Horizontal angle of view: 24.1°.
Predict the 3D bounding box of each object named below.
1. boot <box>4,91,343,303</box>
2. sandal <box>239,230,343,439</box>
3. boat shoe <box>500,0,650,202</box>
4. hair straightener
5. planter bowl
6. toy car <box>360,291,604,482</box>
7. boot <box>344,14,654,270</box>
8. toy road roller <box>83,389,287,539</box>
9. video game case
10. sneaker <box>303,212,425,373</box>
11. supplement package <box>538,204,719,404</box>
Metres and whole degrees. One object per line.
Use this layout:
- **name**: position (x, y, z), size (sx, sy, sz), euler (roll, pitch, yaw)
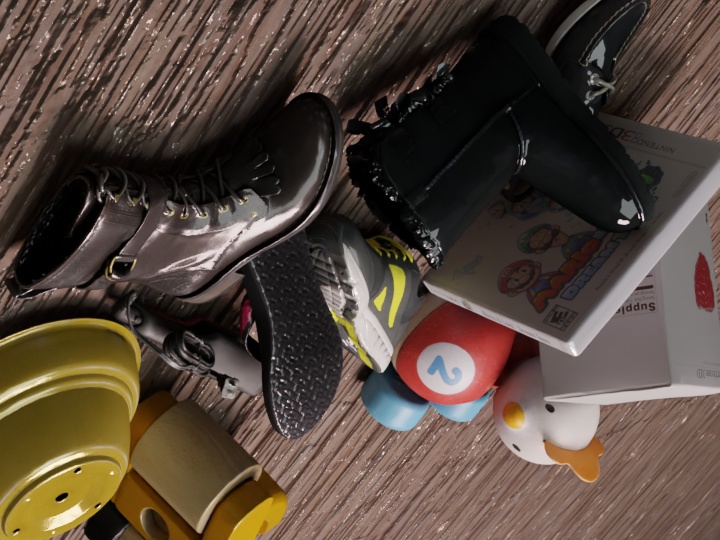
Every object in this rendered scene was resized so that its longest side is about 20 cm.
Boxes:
- **boot**: position (-0.116, -0.044, 1.082), size (0.200, 0.069, 0.173), euler (-48, 152, 20)
- **sandal**: position (-0.060, 0.030, 1.244), size (0.075, 0.045, 0.202), euler (-30, 122, -36)
- **boat shoe**: position (0.160, -0.137, 1.286), size (0.200, 0.061, 0.074), euler (-48, 152, 25)
- **hair straightener**: position (-0.113, 0.056, 1.228), size (0.041, 0.077, 0.200), euler (-53, 150, -2)
- **planter bowl**: position (-0.225, 0.131, 1.179), size (0.199, 0.084, 0.201), euler (-28, 153, -15)
- **toy car**: position (0.137, 0.105, 1.479), size (0.176, 0.200, 0.185), euler (-2, 135, -50)
- **boot**: position (0.096, -0.066, 1.199), size (0.162, 0.199, 0.073), euler (-42, -171, -17)
- **toy road roller**: position (-0.123, 0.177, 1.358), size (0.146, 0.123, 0.201), euler (-33, 158, -43)
- **video game case**: position (0.165, -0.037, 1.297), size (0.200, 0.181, 0.024), euler (-48, 125, -13)
- **sneaker**: position (0.000, 0.000, 1.311), size (0.085, 0.074, 0.201), euler (-52, 156, -17)
- **supplement package**: position (0.222, 0.006, 1.407), size (0.119, 0.203, 0.121), euler (-9, 170, 33)
